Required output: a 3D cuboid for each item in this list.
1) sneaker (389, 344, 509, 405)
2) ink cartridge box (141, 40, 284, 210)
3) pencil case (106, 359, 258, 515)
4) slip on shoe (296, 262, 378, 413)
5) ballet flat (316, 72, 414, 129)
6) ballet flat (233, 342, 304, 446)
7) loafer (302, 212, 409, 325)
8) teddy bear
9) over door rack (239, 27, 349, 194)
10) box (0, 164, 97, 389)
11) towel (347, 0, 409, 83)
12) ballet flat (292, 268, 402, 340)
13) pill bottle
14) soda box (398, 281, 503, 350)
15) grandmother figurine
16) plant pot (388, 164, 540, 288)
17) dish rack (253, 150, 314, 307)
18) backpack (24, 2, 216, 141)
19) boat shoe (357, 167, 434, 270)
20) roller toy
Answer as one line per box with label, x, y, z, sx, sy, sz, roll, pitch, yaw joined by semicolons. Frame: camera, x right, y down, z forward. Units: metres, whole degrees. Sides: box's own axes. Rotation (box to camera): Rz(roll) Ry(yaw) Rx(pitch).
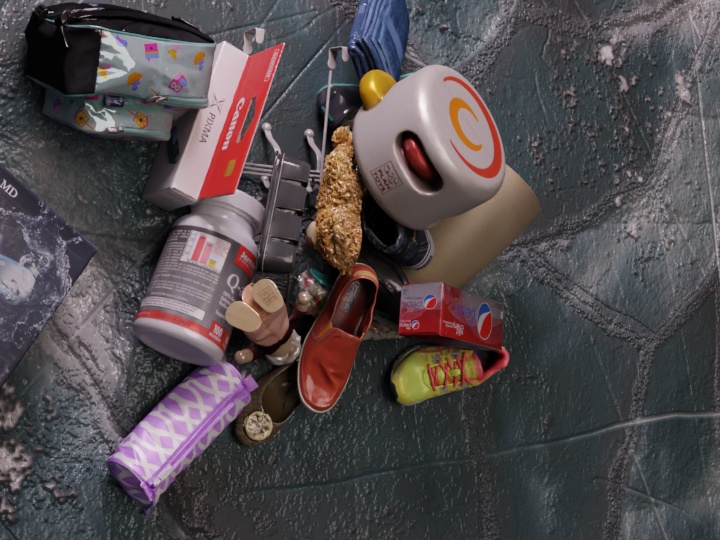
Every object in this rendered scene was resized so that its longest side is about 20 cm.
sneaker;0.128;0.137;1.752;0.198;0.090;0.079;-20;100;-34
ink cartridge box;-0.180;-0.180;1.490;0.044;0.175;0.202;26;72;-29
pencil case;-0.218;0.194;1.496;0.200;0.085;0.084;-49;116;-29
slip on shoe;-0.028;0.088;1.586;0.073;0.061;0.202;22;91;-13
ballet flat;0.031;-0.227;1.713;0.198;0.073;0.074;-12;94;-32
ballet flat;-0.090;0.151;1.616;0.200;0.046;0.068;-45;112;-30
loafer;0.000;0.000;1.652;0.072;0.073;0.201;-33;76;-26
teddy bear;-0.033;-0.090;1.566;0.066;0.145;0.202;10;67;-9
over door rack;-0.104;-0.206;1.606;0.146;0.066;0.203;3;105;-36
box;-0.429;-0.004;1.333;0.197;0.117;0.201;44;62;-26
towel;0.031;-0.315;1.671;0.201;0.048;0.112;-78;153;-49
ballet flat;-0.012;0.058;1.679;0.199;0.076;0.064;25;104;-28
pill bottle;-0.191;0.003;1.506;0.115;0.115;0.202;31;67;-31
soda box;0.123;0.064;1.644;0.199;0.063;0.071;18;74;-58
grandmother figurine;-0.110;0.070;1.533;0.121;0.200;0.061;-32;71;-7
plant pot;0.118;-0.057;1.719;0.187;0.187;0.201;42;79;-26
dish rack;-0.097;-0.042;1.550;0.054;0.200;0.155;11;72;-2
backpack;-0.270;-0.229;1.431;0.198;0.175;0.155;-8;107;-34
boat shoe;0.029;-0.095;1.642;0.091;0.071;0.201;28;29;-54
roller toy;0.081;-0.152;1.563;0.199;0.139;0.184;29;47;-43
